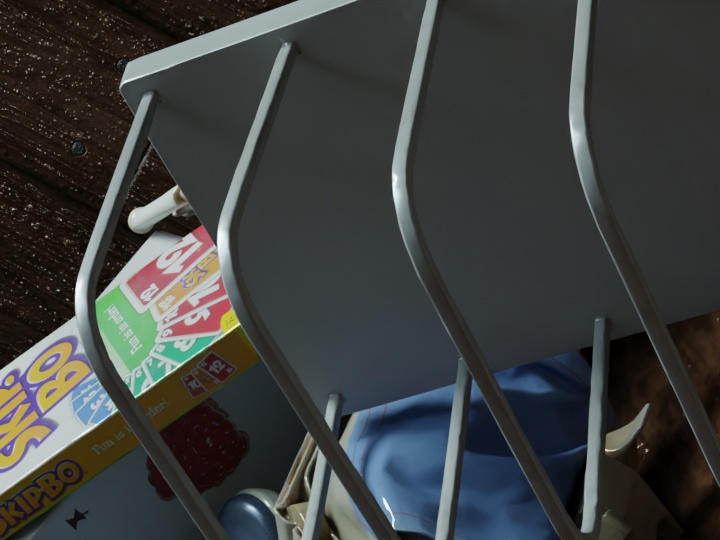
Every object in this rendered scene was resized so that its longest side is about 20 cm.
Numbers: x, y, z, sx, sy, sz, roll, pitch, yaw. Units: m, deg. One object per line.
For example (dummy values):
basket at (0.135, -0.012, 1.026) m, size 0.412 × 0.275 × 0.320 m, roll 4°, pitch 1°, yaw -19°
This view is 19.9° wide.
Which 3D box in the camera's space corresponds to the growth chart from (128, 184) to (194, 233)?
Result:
growth chart at (-0.022, -0.058, 1.025) m, size 0.200 × 0.018 × 0.145 m, roll -21°, pitch 0°, yaw -28°

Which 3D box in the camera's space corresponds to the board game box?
board game box at (-0.122, 0.055, 0.923) m, size 0.200 × 0.030 × 0.096 m, roll -37°, pitch 31°, yaw 12°

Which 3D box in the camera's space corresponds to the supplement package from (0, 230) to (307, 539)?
supplement package at (-0.098, 0.097, 0.986) m, size 0.200 × 0.121 × 0.120 m, roll -51°, pitch 29°, yaw -14°

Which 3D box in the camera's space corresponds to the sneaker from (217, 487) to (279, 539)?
sneaker at (-0.073, 0.192, 0.881) m, size 0.075 × 0.084 × 0.200 m, roll 11°, pitch 94°, yaw 53°

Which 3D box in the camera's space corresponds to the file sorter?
file sorter at (0.041, -0.001, 0.558) m, size 0.200 × 0.139 × 0.125 m, roll -17°, pitch 33°, yaw 21°

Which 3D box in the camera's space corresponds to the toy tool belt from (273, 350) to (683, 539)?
toy tool belt at (0.038, 0.082, 0.660) m, size 0.200 × 0.125 × 0.123 m, roll -74°, pitch 7°, yaw -55°
